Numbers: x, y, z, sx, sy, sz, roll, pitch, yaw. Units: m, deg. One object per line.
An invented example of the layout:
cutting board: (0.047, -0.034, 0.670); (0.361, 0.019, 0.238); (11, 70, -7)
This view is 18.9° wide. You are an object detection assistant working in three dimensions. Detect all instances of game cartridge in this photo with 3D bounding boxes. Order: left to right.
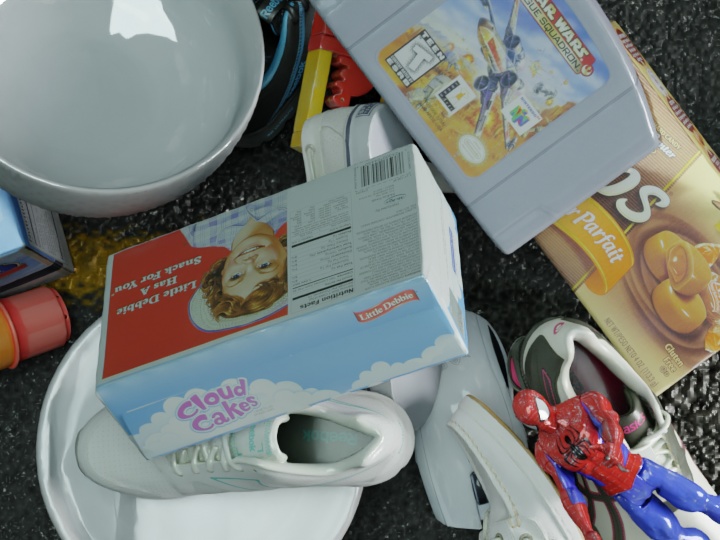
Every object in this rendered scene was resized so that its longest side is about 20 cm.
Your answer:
game cartridge: (0.079, -0.124, 1.259); (0.133, 0.042, 0.200); (-35, 102, 19)

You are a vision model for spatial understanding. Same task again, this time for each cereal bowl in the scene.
cereal bowl: (-0.161, -0.117, 1.281); (0.199, 0.083, 0.201); (7, 65, -14)

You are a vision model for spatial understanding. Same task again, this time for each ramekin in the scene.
ramekin: (-0.093, 0.111, 1.333); (0.201, 0.094, 0.204); (-1, 83, 5)

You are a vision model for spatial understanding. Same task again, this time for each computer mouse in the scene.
computer mouse: (0.069, 0.122, 1.339); (0.109, 0.044, 0.201); (-15, 82, 5)

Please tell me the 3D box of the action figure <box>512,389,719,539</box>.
action figure: (0.166, 0.138, 1.226); (0.200, 0.099, 0.065); (36, 112, -13)

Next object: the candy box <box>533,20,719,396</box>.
candy box: (0.167, -0.038, 1.319); (0.115, 0.055, 0.200); (-37, 88, 15)

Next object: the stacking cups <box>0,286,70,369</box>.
stacking cups: (-0.277, 0.052, 1.336); (0.199, 0.060, 0.061); (-22, 80, -30)

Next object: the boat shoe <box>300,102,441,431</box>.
boat shoe: (0.000, 0.000, 1.306); (0.069, 0.071, 0.201); (-2, 104, 32)

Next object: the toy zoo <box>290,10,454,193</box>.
toy zoo: (0.029, -0.130, 1.352); (0.130, 0.020, 0.201); (14, 83, -25)

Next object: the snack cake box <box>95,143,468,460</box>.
snack cake box: (-0.045, 0.018, 1.211); (0.199, 0.067, 0.115); (-19, 41, 15)

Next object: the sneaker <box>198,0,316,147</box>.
sneaker: (-0.034, -0.170, 1.365); (0.073, 0.082, 0.201); (30, 86, 12)

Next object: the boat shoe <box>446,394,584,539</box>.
boat shoe: (0.101, 0.170, 1.282); (0.069, 0.071, 0.201); (-33, 89, -2)

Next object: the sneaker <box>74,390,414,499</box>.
sneaker: (-0.071, 0.094, 1.245); (0.199, 0.080, 0.071); (-4, 85, 7)

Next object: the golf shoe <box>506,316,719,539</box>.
golf shoe: (0.162, 0.116, 1.300); (0.077, 0.088, 0.200); (-38, 90, -12)

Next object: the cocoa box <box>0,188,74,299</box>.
cocoa box: (-0.301, -0.034, 1.352); (0.199, 0.131, 0.134); (-19, 82, 3)

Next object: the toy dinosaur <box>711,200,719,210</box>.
toy dinosaur: (0.278, -0.060, 1.318); (0.106, 0.060, 0.200); (37, 53, -3)
